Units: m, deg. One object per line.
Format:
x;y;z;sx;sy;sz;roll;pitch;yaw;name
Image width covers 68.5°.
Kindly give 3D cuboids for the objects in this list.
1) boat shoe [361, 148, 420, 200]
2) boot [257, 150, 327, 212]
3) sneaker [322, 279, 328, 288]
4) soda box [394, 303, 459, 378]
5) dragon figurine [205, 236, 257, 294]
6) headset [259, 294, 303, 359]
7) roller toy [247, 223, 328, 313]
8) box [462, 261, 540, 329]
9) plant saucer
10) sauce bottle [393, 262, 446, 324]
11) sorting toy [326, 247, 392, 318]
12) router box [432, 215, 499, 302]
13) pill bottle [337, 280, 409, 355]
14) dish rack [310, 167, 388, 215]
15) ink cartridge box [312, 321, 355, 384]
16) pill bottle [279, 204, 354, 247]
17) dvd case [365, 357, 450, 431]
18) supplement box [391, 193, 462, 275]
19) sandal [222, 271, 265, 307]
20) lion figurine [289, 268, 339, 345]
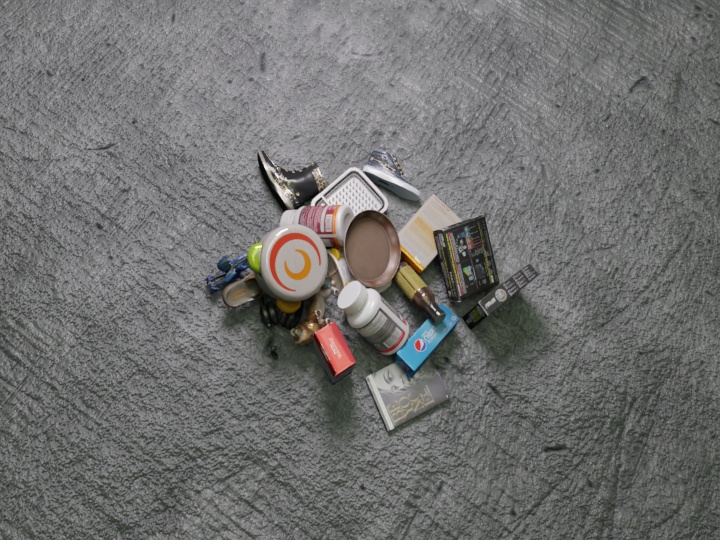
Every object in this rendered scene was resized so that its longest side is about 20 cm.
0.105;-0.292;1.586;0.195;0.071;0.093;27;75;5;boat shoe
-0.201;-0.283;1.553;0.151;0.074;0.208;-29;81;-18;boot
-0.170;-0.019;1.449;0.195;0.093;0.078;28;39;2;sneaker
0.180;0.188;1.432;0.067;0.065;0.199;39;66;17;soda box
-0.342;-0.005;1.411;0.098;0.199;0.060;-20;74;-50;dragon figurine
-0.217;0.130;1.429;0.118;0.095;0.206;5;57;2;headset
-0.179;-0.016;1.345;0.182;0.139;0.202;-43;105;-19;roller toy
0.384;0.071;1.454;0.197;0.161;0.045;-35;77;-15;box
0.026;-0.058;1.424;0.194;0.034;0.210;4;84;-38;plant saucer
0.160;0.064;1.448;0.063;0.066;0.202;-27;54;-13;sauce bottle
0.000;0.000;1.483;0.175;0.107;0.206;-14;73;-31;sorting toy
0.297;-0.034;1.484;0.145;0.062;0.208;-17;97;-22;router box
0.031;0.121;1.378;0.200;0.109;0.113;44;67;-30;pill bottle
-0.032;-0.185;1.553;0.199;0.044;0.172;-42;80;-16;dish rack
-0.068;0.209;1.338;0.066;0.201;0.119;-27;76;-14;ink cartridge box
-0.118;-0.121;1.454;0.192;0.110;0.114;2;69;25;pill bottle
0.127;0.316;1.423;0.194;0.016;0.153;-23;76;-13;dvd case
0.189;-0.101;1.533;0.126;0.074;0.200;42;74;7;supplement box
-0.274;0.033;1.396;0.195;0.054;0.084;-28;104;-15;sandal
-0.115;0.097;1.393;0.071;0.122;0.205;32;57;-19;lion figurine
